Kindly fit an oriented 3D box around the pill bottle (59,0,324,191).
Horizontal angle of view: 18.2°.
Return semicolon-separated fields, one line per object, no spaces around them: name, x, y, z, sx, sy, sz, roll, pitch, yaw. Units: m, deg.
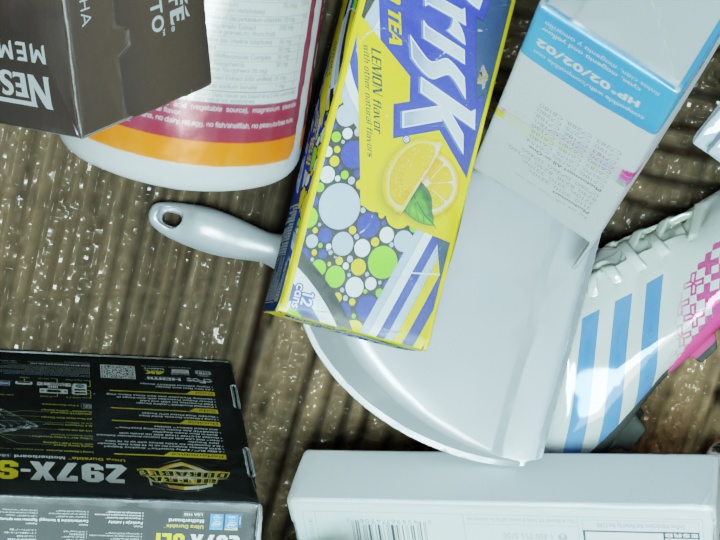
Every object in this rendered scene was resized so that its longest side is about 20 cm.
pill bottle;-0.065;-0.143;0.952;0.109;0.110;0.201;6;110;-10

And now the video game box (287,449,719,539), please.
video game box;0.078;0.168;1.076;0.199;0.047;0.183;0;122;14

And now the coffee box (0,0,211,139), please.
coffee box;-0.163;-0.128;0.901;0.199;0.080;0.114;13;117;34

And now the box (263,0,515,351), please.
box;0.017;-0.070;0.979;0.070;0.064;0.201;15;87;-9

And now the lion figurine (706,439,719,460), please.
lion figurine;0.137;0.153;1.124;0.199;0.073;0.123;0;119;7

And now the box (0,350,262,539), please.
box;-0.149;0.085;1.001;0.199;0.160;0.050;3;111;-10

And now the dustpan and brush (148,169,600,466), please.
dustpan and brush;0.000;0.000;1.041;0.199;0.057;0.140;18;80;-11

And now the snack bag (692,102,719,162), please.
snack bag;0.276;-0.087;0.994;0.188;0.021;0.200;30;106;-16

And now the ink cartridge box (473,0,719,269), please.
ink cartridge box;0.110;-0.092;0.957;0.068;0.200;0.115;32;69;6

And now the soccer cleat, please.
soccer cleat;0.129;0.012;1.061;0.086;0.070;0.200;39;97;-3
